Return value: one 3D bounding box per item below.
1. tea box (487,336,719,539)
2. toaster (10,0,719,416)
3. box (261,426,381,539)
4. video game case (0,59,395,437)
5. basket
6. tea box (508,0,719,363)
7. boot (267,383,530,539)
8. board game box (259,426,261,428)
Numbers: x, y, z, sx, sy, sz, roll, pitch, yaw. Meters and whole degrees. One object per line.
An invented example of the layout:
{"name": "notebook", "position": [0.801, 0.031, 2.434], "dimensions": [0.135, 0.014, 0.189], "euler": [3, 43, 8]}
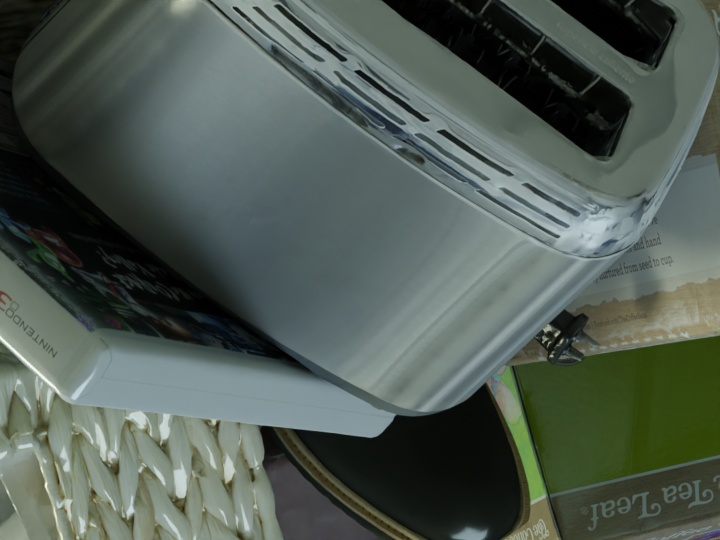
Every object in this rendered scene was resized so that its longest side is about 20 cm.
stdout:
{"name": "tea box", "position": [0.126, 0.022, 1.044], "dimensions": [0.199, 0.198, 0.134], "euler": [-10, 166, -21]}
{"name": "toaster", "position": [0.008, -0.047, 0.665], "dimensions": [0.114, 0.200, 0.129], "euler": [-58, -171, -35]}
{"name": "box", "position": [-0.095, 0.137, 1.218], "dimensions": [0.199, 0.165, 0.166], "euler": [-12, -156, -10]}
{"name": "video game case", "position": [-0.091, -0.017, 0.707], "dimensions": [0.023, 0.182, 0.200], "euler": [-54, 158, 9]}
{"name": "basket", "position": [-0.118, 0.056, 0.868], "dimensions": [0.123, 0.136, 0.200], "euler": [-19, -158, -17]}
{"name": "tea box", "position": [0.155, -0.054, 0.797], "dimensions": [0.196, 0.134, 0.200], "euler": [-9, 177, -18]}
{"name": "boot", "position": [0.000, 0.000, 0.807], "dimensions": [0.077, 0.200, 0.138], "euler": [-33, 171, -22]}
{"name": "board game box", "position": [-0.142, 0.079, 1.042], "dimensions": [0.199, 0.039, 0.158], "euler": [-19, -173, -6]}
